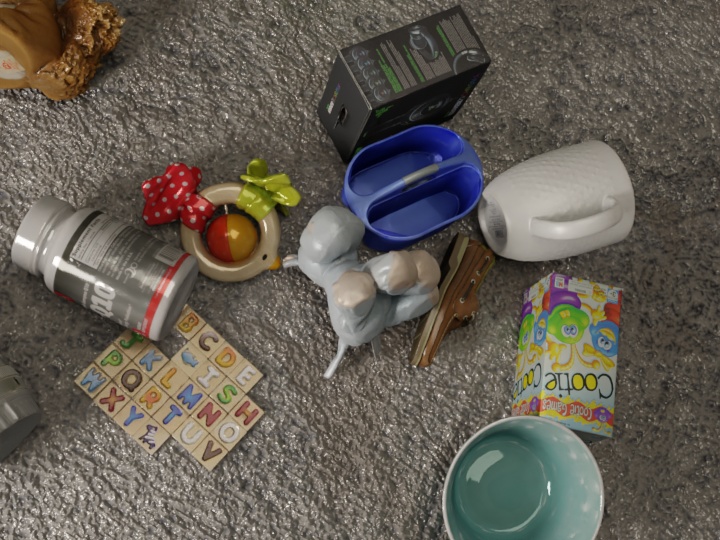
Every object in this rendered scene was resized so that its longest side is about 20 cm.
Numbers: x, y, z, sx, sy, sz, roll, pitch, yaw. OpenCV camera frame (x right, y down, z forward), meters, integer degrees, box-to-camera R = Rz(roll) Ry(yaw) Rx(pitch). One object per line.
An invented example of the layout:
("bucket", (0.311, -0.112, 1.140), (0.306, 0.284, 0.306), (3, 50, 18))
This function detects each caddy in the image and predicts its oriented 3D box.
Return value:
("caddy", (0.069, -0.112, 1.242), (0.200, 0.105, 0.142), (-26, 80, -18))

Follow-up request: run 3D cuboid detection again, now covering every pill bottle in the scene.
("pill bottle", (-0.309, -0.006, 1.118), (0.200, 0.114, 0.114), (25, 70, 0))

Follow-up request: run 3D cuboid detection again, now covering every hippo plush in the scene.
("hippo plush", (0.000, 0.000, 1.173), (0.159, 0.200, 0.161), (-20, 60, -22))

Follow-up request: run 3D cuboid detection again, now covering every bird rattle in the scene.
("bird rattle", (-0.175, -0.065, 1.180), (0.200, 0.113, 0.163), (-10, 94, -13))

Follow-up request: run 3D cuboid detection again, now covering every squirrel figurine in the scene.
("squirrel figurine", (-0.415, -0.330, 1.202), (0.200, 0.142, 0.187), (22, 59, -21))

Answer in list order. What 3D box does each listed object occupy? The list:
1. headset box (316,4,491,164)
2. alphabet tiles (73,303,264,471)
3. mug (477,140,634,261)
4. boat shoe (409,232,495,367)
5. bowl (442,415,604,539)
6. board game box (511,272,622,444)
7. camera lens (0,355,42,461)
("headset box", (0.047, -0.245, 1.241), (0.200, 0.174, 0.093), (-25, 80, -19))
("alphabet tiles", (-0.226, 0.146, 1.150), (0.200, 0.008, 0.167), (42, 69, 2))
("mug", (0.265, -0.080, 1.232), (0.175, 0.200, 0.148), (-16, 108, -15))
("boat shoe", (0.127, 0.045, 1.226), (0.068, 0.072, 0.200), (26, 70, -4))
("bowl", (0.189, 0.275, 1.141), (0.200, 0.105, 0.201), (0, 87, -7))
("board game box", (0.272, 0.120, 1.220), (0.105, 0.103, 0.200), (12, 71, -9))
("camera lens", (-0.475, 0.132, 1.015), (0.160, 0.160, 0.200), (-42, 86, -20))
